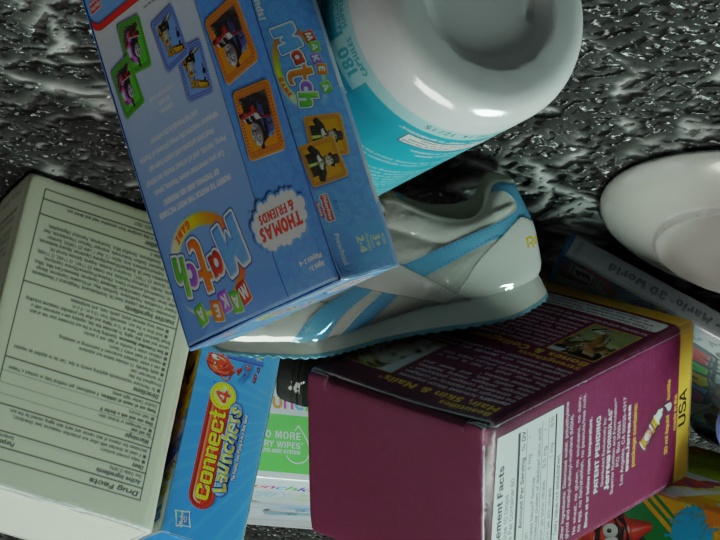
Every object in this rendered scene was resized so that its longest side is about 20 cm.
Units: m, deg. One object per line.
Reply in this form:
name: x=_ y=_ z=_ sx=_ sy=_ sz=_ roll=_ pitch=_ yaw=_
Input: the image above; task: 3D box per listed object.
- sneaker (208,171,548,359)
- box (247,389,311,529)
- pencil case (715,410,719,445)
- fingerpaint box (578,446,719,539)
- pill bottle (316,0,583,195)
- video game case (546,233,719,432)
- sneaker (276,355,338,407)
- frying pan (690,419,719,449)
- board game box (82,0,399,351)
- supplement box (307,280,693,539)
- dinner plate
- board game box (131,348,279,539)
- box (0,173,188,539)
sneaker: x=0.000 y=0.000 z=1.299 sx=0.199 sy=0.081 sz=0.077 roll=-12 pitch=-171 yaw=-4
box: x=-0.027 y=0.119 z=1.641 sx=0.199 sy=0.097 sz=0.176 roll=8 pitch=163 yaw=-27
pencil case: x=0.249 y=0.036 z=1.247 sx=0.088 sy=0.089 sz=0.201 roll=11 pitch=139 yaw=0
fingerpaint box: x=0.216 y=0.164 z=1.444 sx=0.166 sy=0.074 sz=0.200 roll=15 pitch=-173 yaw=38
pill bottle: x=0.006 y=-0.094 z=1.075 sx=0.110 sy=0.111 sz=0.200 roll=20 pitch=157 yaw=-24
video game case: x=0.201 y=0.055 z=1.417 sx=0.199 sy=0.018 sz=0.143 roll=29 pitch=160 yaw=6
sneaker: x=0.031 y=0.056 z=1.459 sx=0.104 sy=0.060 sz=0.200 roll=14 pitch=-170 yaw=20
frying pan: x=0.297 y=0.126 z=1.544 sx=0.189 sy=0.031 sz=0.115 roll=25 pitch=173 yaw=11
board game box: x=-0.062 y=-0.077 z=1.048 sx=0.036 sy=0.201 sz=0.151 roll=-14 pitch=174 yaw=-32
supplement box: x=0.082 y=0.087 z=1.324 sx=0.130 sy=0.104 sz=0.200 roll=16 pitch=-155 yaw=38
dinner plate: x=0.230 y=-0.015 z=1.299 sx=0.199 sy=0.024 sz=0.200 roll=9 pitch=160 yaw=3
board game box: x=-0.123 y=0.098 z=1.529 sx=0.056 sy=0.197 sz=0.200 roll=20 pitch=157 yaw=-22
box: x=-0.184 y=0.062 z=1.456 sx=0.127 sy=0.201 sz=0.109 roll=19 pitch=157 yaw=-20
